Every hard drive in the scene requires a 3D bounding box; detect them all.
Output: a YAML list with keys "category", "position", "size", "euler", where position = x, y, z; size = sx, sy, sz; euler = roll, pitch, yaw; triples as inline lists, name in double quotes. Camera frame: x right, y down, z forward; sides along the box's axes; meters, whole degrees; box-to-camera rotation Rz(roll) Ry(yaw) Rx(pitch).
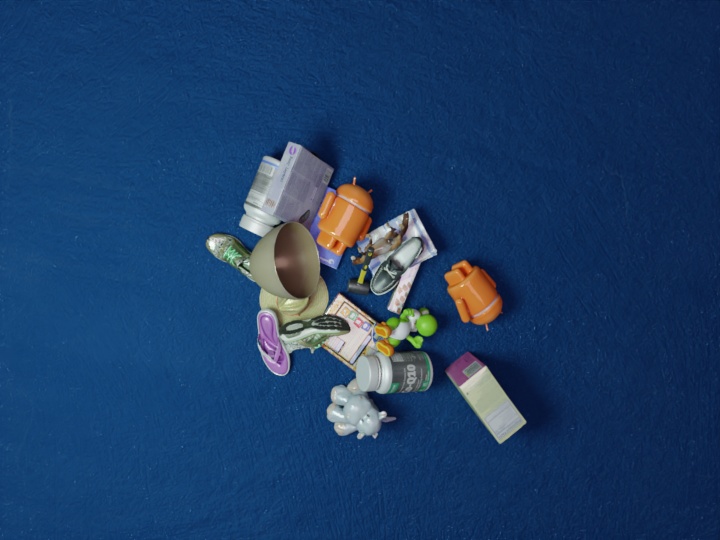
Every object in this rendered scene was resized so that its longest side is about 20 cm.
- category: "hard drive"
  position: [-0.090, -0.123, 1.630]
  size: [0.130, 0.025, 0.204]
  euler: [22, 92, -7]

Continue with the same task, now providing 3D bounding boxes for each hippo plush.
- category: "hippo plush"
  position: [-0.007, 0.417, 1.609]
  size: [0.159, 0.161, 0.201]
  euler: [-40, 97, -2]

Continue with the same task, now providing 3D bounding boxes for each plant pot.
- category: "plant pot"
  position: [-0.216, -0.017, 1.524]
  size: [0.132, 0.199, 0.205]
  euler: [-9, 96, 30]

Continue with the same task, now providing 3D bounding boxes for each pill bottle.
- category: "pill bottle"
  position: [-0.249, -0.196, 1.565]
  size: [0.112, 0.114, 0.203]
  euler: [23, 92, -7]
- category: "pill bottle"
  position: [0.094, 0.284, 1.606]
  size: [0.196, 0.113, 0.116]
  euler: [2, 94, -25]

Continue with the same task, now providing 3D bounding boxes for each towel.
- category: "towel"
  position: [0.101, -0.067, 1.627]
  size: [0.197, 0.024, 0.149]
  euler: [-28, 84, 7]

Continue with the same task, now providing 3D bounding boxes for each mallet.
- category: "mallet"
  position: [0.000, 0.000, 1.580]
  size: [0.064, 0.202, 0.042]
  euler: [6, 53, -1]

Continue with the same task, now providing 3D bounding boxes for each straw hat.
- category: "straw hat"
  position: [-0.186, 0.081, 1.605]
  size: [0.196, 0.085, 0.206]
  euler: [0, 95, -6]

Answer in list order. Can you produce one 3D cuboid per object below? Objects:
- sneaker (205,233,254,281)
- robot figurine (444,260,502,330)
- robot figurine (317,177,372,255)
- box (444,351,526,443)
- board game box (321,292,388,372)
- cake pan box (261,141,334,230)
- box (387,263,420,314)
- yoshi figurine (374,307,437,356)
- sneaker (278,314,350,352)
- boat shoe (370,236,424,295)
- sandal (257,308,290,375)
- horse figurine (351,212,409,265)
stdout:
- category: "sneaker"
  position: [-0.337, -0.037, 1.581]
  size: [0.198, 0.089, 0.078]
  euler: [31, 91, -7]
- category: "robot figurine"
  position: [0.324, 0.071, 1.639]
  size: [0.116, 0.144, 0.201]
  euler: [-36, 97, 21]
- category: "robot figurine"
  position: [-0.039, -0.145, 1.557]
  size: [0.142, 0.117, 0.203]
  euler: [29, 92, -2]
- category: "box"
  position: [0.349, 0.354, 1.631]
  size: [0.096, 0.176, 0.201]
  euler: [-36, 96, -1]
- category: "board game box"
  position: [-0.026, 0.184, 1.648]
  size: [0.199, 0.046, 0.153]
  euler: [38, 90, -7]
- category: "cake pan box"
  position: [-0.161, -0.221, 1.528]
  size: [0.052, 0.184, 0.203]
  euler: [23, 93, 25]
- category: "box"
  position: [0.131, 0.025, 1.655]
  size: [0.038, 0.041, 0.203]
  euler: [22, 93, -6]
- category: "yoshi figurine"
  position: [0.139, 0.161, 1.600]
  size: [0.198, 0.113, 0.113]
  euler: [-24, 73, -37]
- category: "sneaker"
  position: [-0.123, 0.182, 1.588]
  size: [0.195, 0.077, 0.090]
  euler: [-6, 121, -1]
- category: "boat shoe"
  position: [0.097, -0.016, 1.583]
  size: [0.075, 0.060, 0.201]
  euler: [39, 94, 9]
- category: "sandal"
  position: [-0.254, 0.208, 1.609]
  size: [0.081, 0.050, 0.207]
  euler: [-8, 107, 17]
- category: "horse figurine"
  position: [0.059, -0.078, 1.575]
  size: [0.198, 0.133, 0.050]
  euler: [-31, 68, -5]
